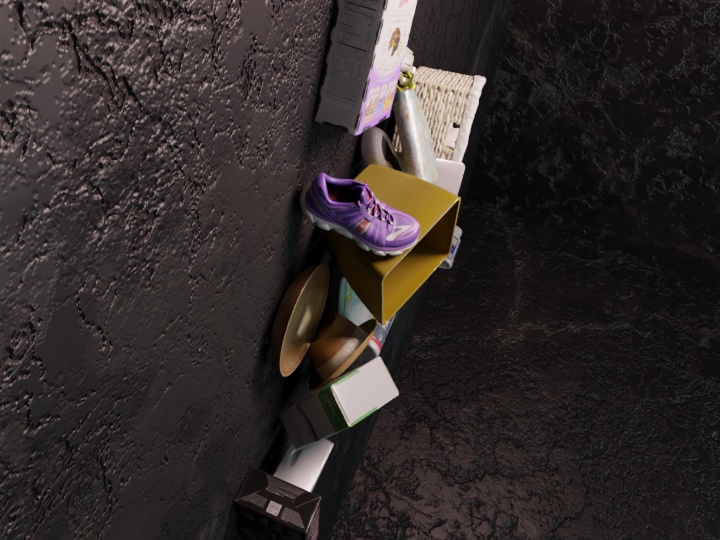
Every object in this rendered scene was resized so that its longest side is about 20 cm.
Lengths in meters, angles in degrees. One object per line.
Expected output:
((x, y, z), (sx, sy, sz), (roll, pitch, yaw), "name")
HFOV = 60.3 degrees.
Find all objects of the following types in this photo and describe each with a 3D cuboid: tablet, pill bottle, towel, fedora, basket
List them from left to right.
((-0.054, 0.139, 1.189), (0.200, 0.082, 0.201), (-43, -174, 6), "fedora")
((0.013, 0.050, 1.306), (0.169, 0.048, 0.203), (-18, 136, -30), "towel")
((0.024, 0.104, 1.509), (0.120, 0.117, 0.202), (91, 21, -58), "pill bottle")
((0.110, -0.178, 1.293), (0.014, 0.196, 0.132), (-100, -160, -59), "tablet")
((0.106, -0.243, 1.162), (0.200, 0.047, 0.175), (-43, 118, -74), "towel")
((0.169, -0.329, 1.356), (0.201, 0.158, 0.202), (-59, 164, -61), "basket")
((0.429, -0.121, 3.068), (0.116, 0.114, 0.203), (83, 29, -65), "pill bottle")

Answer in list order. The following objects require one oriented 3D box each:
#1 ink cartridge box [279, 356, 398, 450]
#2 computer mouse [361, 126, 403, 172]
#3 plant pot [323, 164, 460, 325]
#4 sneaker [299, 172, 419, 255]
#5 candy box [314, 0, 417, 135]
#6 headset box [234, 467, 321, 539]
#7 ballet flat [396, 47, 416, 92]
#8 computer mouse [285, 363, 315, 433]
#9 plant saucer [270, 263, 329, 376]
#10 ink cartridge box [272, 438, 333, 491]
((-0.046, 0.260, 1.202), (0.145, 0.085, 0.199), (-23, 171, -45), "ink cartridge box")
((0.047, -0.174, 1.158), (0.044, 0.109, 0.202), (-43, 123, -23), "computer mouse")
((0.040, -0.062, 1.093), (0.200, 0.176, 0.201), (-45, 161, -18), "plant pot")
((0.008, -0.085, 0.924), (0.083, 0.197, 0.082), (-42, -143, 51), "sneaker")
((0.012, -0.316, 0.892), (0.168, 0.070, 0.203), (-48, 156, -62), "candy box")
((-0.157, 0.483, 1.194), (0.202, 0.146, 0.076), (96, 17, -46), "headset box")
((0.062, -0.358, 1.070), (0.200, 0.066, 0.068), (34, 74, -78), "ballet flat")
((-0.111, 0.254, 1.328), (0.034, 0.058, 0.202), (41, 66, -34), "computer mouse")
((-0.107, 0.079, 1.056), (0.200, 0.035, 0.204), (20, 89, -80), "plant saucer")
((-0.138, 0.447, 1.313), (0.146, 0.082, 0.202), (-60, 173, -41), "ink cartridge box")
